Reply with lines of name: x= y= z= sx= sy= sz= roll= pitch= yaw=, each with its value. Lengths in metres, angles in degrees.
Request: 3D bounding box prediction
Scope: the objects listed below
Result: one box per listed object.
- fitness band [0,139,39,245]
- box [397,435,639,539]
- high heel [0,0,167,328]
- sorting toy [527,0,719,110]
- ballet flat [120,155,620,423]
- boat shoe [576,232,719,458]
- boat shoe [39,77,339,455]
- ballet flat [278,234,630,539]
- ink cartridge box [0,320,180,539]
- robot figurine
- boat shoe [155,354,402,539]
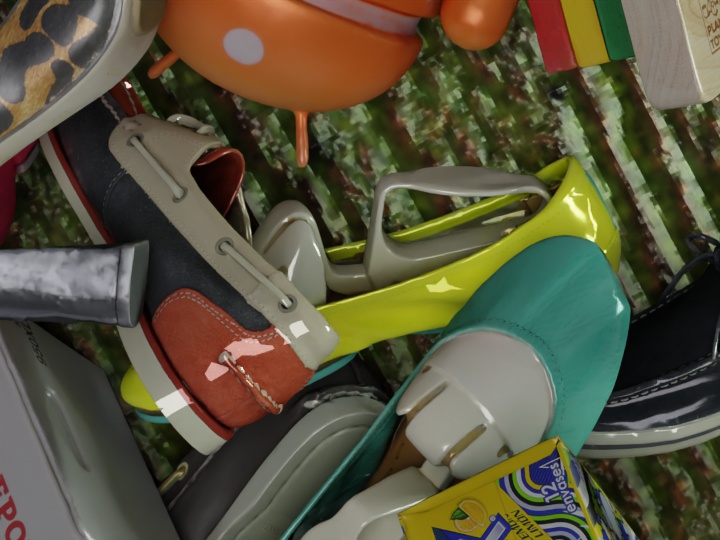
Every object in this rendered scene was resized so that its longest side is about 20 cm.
fitness band: x=-0.200 y=-0.076 z=0.817 sx=0.143 sy=0.038 sz=0.201 roll=2 pitch=133 yaw=27
box: x=0.080 y=0.132 z=0.801 sx=0.064 sy=0.200 sz=0.070 roll=-25 pitch=62 yaw=9
high heel: x=-0.138 y=-0.081 z=0.740 sx=0.142 sy=0.071 sz=0.201 roll=3 pitch=86 yaw=6
sorting toy: x=0.092 y=-0.172 z=0.751 sx=0.069 sy=0.200 sz=0.200 roll=-9 pitch=105 yaw=31
ballet flat: x=0.000 y=0.000 z=0.843 sx=0.199 sy=0.067 sz=0.067 roll=-14 pitch=116 yaw=-2
boat shoe: x=0.150 y=0.011 z=0.832 sx=0.199 sy=0.075 sz=0.063 roll=-22 pitch=117 yaw=2
boat shoe: x=-0.065 y=-0.019 z=0.801 sx=0.062 sy=0.200 sz=0.071 roll=-37 pitch=132 yaw=8
ballet flat: x=0.026 y=0.075 z=0.799 sx=0.067 sy=0.070 sz=0.200 roll=40 pitch=107 yaw=15
ink cartridge box: x=-0.170 y=0.130 z=0.843 sx=0.200 sy=0.145 sz=0.084 roll=-41 pitch=139 yaw=11
robot figurine: x=-0.009 y=-0.143 z=0.797 sx=0.143 sy=0.117 sz=0.201 roll=21 pitch=103 yaw=-16
boat shoe: x=-0.061 y=0.114 z=0.882 sx=0.201 sy=0.061 sz=0.072 roll=-44 pitch=126 yaw=12
